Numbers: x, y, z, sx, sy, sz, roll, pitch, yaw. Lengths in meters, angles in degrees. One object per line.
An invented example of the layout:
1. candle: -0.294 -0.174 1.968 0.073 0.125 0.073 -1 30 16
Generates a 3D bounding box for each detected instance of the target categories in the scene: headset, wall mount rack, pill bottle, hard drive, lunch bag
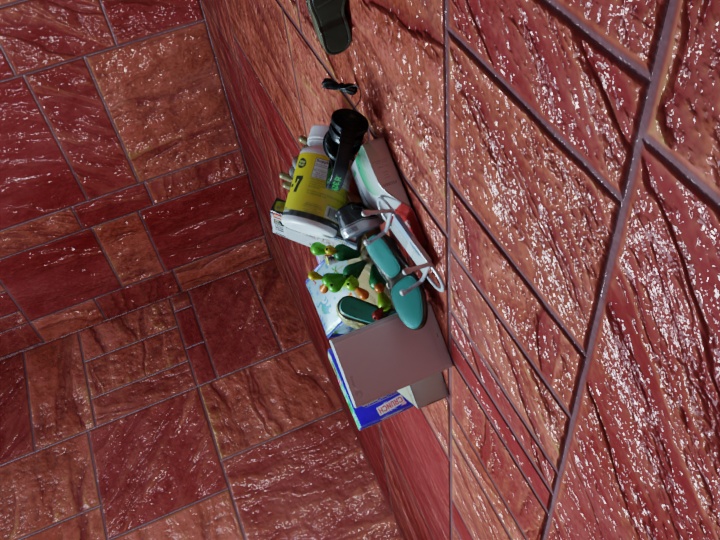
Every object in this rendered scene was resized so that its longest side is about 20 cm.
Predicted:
1. headset: -0.041 -0.239 1.258 0.124 0.094 0.201 128 155 -69
2. wall mount rack: 0.062 -0.038 1.213 0.200 0.074 0.174 54 170 13
3. pill bottle: -0.076 -0.173 1.415 0.114 0.114 0.201 156 129 -79
4. hard drive: 0.058 0.154 1.339 0.026 0.199 0.132 170 80 -78
5. lunch bag: -0.022 0.040 1.739 0.200 0.127 0.171 -50 57 44

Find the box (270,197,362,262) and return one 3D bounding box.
1. box: -0.094 -0.083 1.553 0.199 0.035 0.110 22 158 5

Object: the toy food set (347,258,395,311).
1. toy food set: 0.043 0.049 1.527 0.198 0.049 0.201 34 150 46

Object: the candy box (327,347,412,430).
1. candy box: 0.035 0.252 1.716 0.077 0.168 0.201 90 157 -71

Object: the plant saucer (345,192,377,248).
1. plant saucer: 0.002 -0.089 1.600 0.200 0.035 0.201 160 90 -79

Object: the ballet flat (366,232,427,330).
1. ballet flat: 0.080 0.015 1.329 0.068 0.068 0.201 2 -121 -57

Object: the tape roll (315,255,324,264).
1. tape roll: -0.073 -0.031 2.000 0.200 0.065 0.201 158 90 -79

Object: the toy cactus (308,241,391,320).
1. toy cactus: 0.000 0.000 1.410 0.200 0.165 0.103 34 147 23

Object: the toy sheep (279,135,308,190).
1. toy sheep: -0.093 -0.202 1.538 0.200 0.137 0.138 -56 42 25

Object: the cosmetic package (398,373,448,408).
1. cosmetic package: 0.109 0.212 1.541 0.200 0.073 0.104 -163 53 -78

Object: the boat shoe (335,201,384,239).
1. boat shoe: -0.008 -0.102 1.402 0.066 0.070 0.200 63 -163 0

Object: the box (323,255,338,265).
1. box: -0.073 -0.117 1.634 0.050 0.075 0.201 -169 58 -80

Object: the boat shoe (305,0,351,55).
1. boat shoe: -0.061 -0.439 1.161 0.200 0.072 0.068 90 156 -61

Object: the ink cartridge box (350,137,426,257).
1. ink cartridge box: 0.045 -0.121 1.305 0.161 0.050 0.201 139 112 -79

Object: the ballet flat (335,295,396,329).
1. ballet flat: 0.044 0.107 1.447 0.071 0.199 0.071 21 -90 -88
